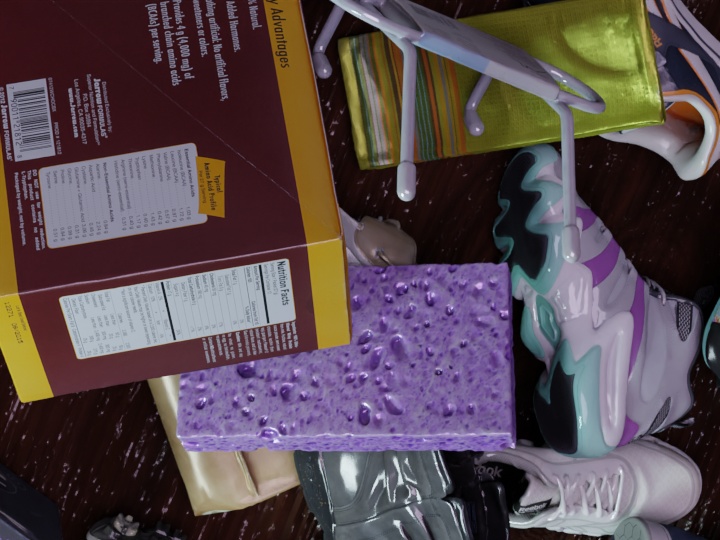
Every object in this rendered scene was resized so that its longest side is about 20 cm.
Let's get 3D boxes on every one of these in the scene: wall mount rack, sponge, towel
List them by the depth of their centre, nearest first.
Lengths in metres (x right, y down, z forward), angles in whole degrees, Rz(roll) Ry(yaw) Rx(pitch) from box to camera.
[{"bbox_3d":[0.058,-0.090,1.355,0.199,0.174,0.075,18,110,-30],"label":"wall mount rack"},{"bbox_3d":[-0.007,0.051,1.411,0.198,0.030,0.112,-1,65,6],"label":"sponge"},{"bbox_3d":[0.084,-0.115,1.458,0.199,0.018,0.087,-8,104,21],"label":"towel"}]

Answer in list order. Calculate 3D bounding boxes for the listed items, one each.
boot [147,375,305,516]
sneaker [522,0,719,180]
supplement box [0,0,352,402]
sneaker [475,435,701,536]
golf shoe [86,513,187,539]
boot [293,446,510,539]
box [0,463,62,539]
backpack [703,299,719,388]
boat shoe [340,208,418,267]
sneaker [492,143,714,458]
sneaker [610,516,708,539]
[{"bbox_3d":[-0.128,0.064,1.481,0.174,0.066,0.201,-22,105,-4],"label":"boot"},{"bbox_3d":[0.161,-0.138,1.471,0.200,0.078,0.080,39,55,-15],"label":"sneaker"},{"bbox_3d":[-0.118,-0.056,1.370,0.198,0.133,0.198,-9,63,-3],"label":"supplement box"},{"bbox_3d":[0.128,0.140,1.531,0.198,0.081,0.076,5,98,-12],"label":"sneaker"},{"bbox_3d":[-0.096,0.228,1.524,0.199,0.077,0.088,25,115,-10],"label":"golf shoe"},{"bbox_3d":[0.038,0.177,1.469,0.070,0.131,0.201,-38,117,-40],"label":"boot"},{"bbox_3d":[-0.282,0.207,1.452,0.106,0.122,0.200,38,93,-15],"label":"box"},{"bbox_3d":[0.332,0.006,1.491,0.175,0.153,0.201,25,82,-33],"label":"backpack"},{"bbox_3d":[0.000,0.000,1.492,0.068,0.075,0.200,-42,103,-21],"label":"boat shoe"},{"bbox_3d":[0.167,0.011,1.523,0.139,0.078,0.202,-10,91,-27],"label":"sneaker"},{"bbox_3d":[0.206,0.262,1.570,0.145,0.077,0.203,11,117,-26],"label":"sneaker"}]
